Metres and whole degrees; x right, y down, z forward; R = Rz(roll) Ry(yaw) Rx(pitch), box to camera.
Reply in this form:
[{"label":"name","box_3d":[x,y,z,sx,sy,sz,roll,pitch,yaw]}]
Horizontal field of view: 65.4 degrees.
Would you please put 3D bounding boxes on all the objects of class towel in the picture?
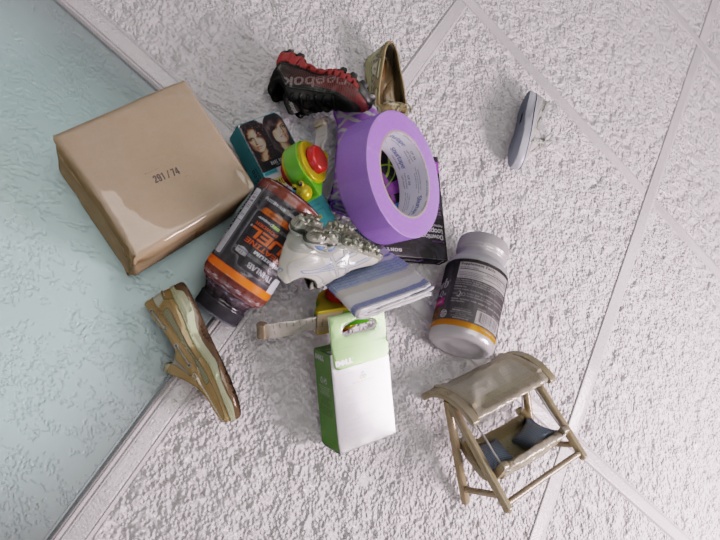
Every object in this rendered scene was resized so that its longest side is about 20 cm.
[{"label":"towel","box_3d":[0.000,0.000,0.869,0.145,0.200,0.024,-16,129,-31]}]

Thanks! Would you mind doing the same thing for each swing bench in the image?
[{"label":"swing bench","box_3d":[0.239,0.256,0.939,0.196,0.129,0.204,-18,85,-30]}]

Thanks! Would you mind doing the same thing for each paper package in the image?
[{"label":"paper package","box_3d":[-0.282,-0.128,0.777,0.199,0.103,0.192,-36,95,-30]}]

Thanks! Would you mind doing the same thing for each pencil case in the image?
[{"label":"pencil case","box_3d":[-0.014,-0.188,0.955,0.083,0.084,0.204,5,71,-5]}]

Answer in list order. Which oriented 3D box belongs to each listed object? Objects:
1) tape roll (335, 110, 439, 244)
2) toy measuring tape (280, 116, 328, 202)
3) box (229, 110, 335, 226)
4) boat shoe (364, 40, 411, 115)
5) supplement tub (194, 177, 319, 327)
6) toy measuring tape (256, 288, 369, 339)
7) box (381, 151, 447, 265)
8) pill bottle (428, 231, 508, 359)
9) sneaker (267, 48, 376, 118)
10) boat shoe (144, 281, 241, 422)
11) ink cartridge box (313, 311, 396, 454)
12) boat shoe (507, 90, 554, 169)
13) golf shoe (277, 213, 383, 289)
[{"label":"tape roll","box_3d":[0.048,-0.147,0.902,0.198,0.065,0.205,16,70,-48]},{"label":"toy measuring tape","box_3d":[-0.083,-0.187,0.860,0.072,0.074,0.203,21,48,-22]},{"label":"box","box_3d":[-0.123,-0.145,0.898,0.082,0.049,0.203,-29,92,-31]},{"label":"boat shoe","box_3d":[0.051,-0.318,1.031,0.072,0.062,0.204,-5,79,-30]},{"label":"supplement tub","box_3d":[-0.150,-0.022,0.799,0.106,0.107,0.202,34,85,-16]},{"label":"toy measuring tape","box_3d":[-0.069,0.064,0.856,0.196,0.073,0.075,-9,80,-25]},{"label":"box","box_3d":[0.085,-0.115,1.011,0.140,0.036,0.205,3,76,-28]},{"label":"pill bottle","box_3d":[0.195,0.042,0.982,0.115,0.116,0.203,27,64,-19]},{"label":"sneaker","box_3d":[-0.071,-0.288,0.918,0.198,0.071,0.099,26,74,21]},{"label":"boat shoe","box_3d":[-0.232,0.121,0.765,0.075,0.072,0.203,-25,82,-16]},{"label":"ink cartridge box","box_3d":[-0.011,0.156,0.840,0.102,0.059,0.205,-10,98,-31]},{"label":"boat shoe","box_3d":[0.371,-0.286,1.188,0.085,0.075,0.205,21,60,-3]},{"label":"golf shoe","box_3d":[-0.046,-0.019,0.802,0.078,0.098,0.198,41,18,32]}]
